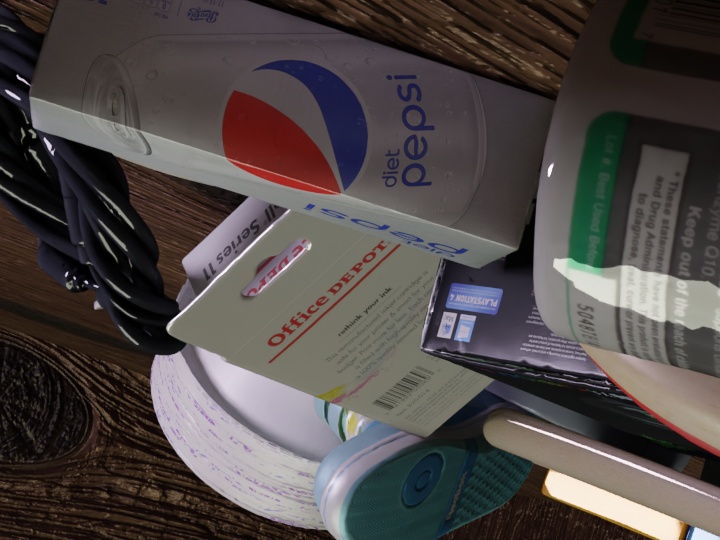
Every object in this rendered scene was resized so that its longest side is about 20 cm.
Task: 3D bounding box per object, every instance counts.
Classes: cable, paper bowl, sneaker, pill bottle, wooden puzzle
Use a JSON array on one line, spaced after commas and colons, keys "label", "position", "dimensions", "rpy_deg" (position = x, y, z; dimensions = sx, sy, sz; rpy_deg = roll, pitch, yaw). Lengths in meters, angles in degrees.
[{"label": "cable", "position": [-0.144, -0.039, 0.845], "dimensions": [0.163, 0.051, 0.201], "rpy_deg": [48, 163, 35]}, {"label": "paper bowl", "position": [-0.028, 0.058, 1.169], "dimensions": [0.199, 0.201, 0.105], "rpy_deg": [17, 128, -8]}, {"label": "sneaker", "position": [0.005, 0.091, 1.015], "dimensions": [0.130, 0.080, 0.199], "rpy_deg": [32, -163, 27]}, {"label": "pill bottle", "position": [0.157, -0.014, 0.507], "dimensions": [0.198, 0.114, 0.113], "rpy_deg": [14, 171, 20]}, {"label": "wooden puzzle", "position": [0.179, 0.132, 0.956], "dimensions": [0.184, 0.038, 0.200], "rpy_deg": [19, 176, 38]}]

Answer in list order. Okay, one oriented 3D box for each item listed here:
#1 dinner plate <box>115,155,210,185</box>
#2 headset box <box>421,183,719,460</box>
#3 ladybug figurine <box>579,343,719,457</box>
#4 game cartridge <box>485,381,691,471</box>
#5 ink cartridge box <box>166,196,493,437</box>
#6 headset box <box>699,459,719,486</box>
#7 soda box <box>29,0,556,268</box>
[{"label": "dinner plate", "position": [-0.097, -0.072, 0.930], "dimensions": [0.198, 0.024, 0.200], "rpy_deg": [15, 172, 2]}, {"label": "headset box", "position": [0.160, 0.029, 0.795], "dimensions": [0.173, 0.094, 0.199], "rpy_deg": [8, 169, 46]}, {"label": "ladybug figurine", "position": [0.151, 0.017, 0.605], "dimensions": [0.199, 0.136, 0.072], "rpy_deg": [28, 149, 28]}, {"label": "game cartridge", "position": [0.103, 0.059, 1.088], "dimensions": [0.199, 0.041, 0.133], "rpy_deg": [26, -170, -25]}, {"label": "ink cartridge box", "position": [0.000, 0.000, 0.862], "dimensions": [0.199, 0.117, 0.068], "rpy_deg": [26, -151, -48]}, {"label": "headset box", "position": [0.291, 0.151, 1.104], "dimensions": [0.092, 0.176, 0.200], "rpy_deg": [21, 170, -28]}, {"label": "soda box", "position": [-0.028, -0.062, 0.721], "dimensions": [0.198, 0.064, 0.068], "rpy_deg": [17, 171, -8]}]
